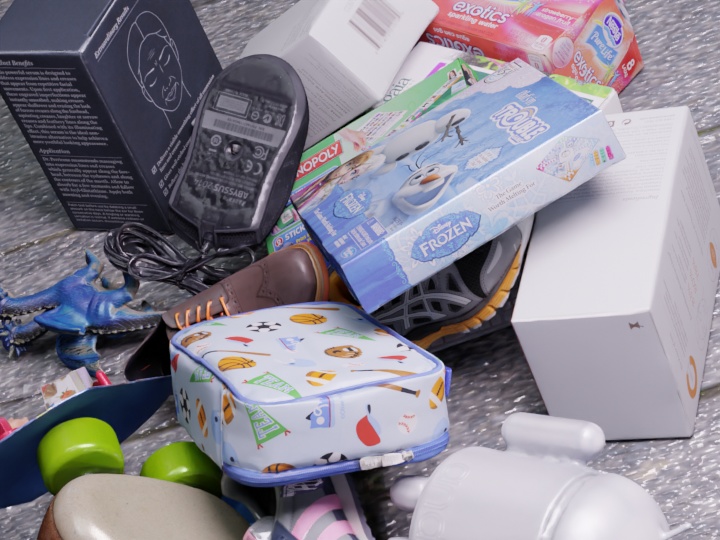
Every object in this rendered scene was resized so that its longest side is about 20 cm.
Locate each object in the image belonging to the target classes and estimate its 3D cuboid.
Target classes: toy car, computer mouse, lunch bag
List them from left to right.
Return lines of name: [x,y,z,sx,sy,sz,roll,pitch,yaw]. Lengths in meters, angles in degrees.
toy car: [-0.170,0.228,1.444,0.200,0.158,0.164,-52,41,25]
computer mouse: [-0.100,-0.069,1.699,0.138,0.053,0.200,21,83,23]
lunch bag: [-0.031,0.079,1.442,0.160,0.076,0.200,-8,18,-20]

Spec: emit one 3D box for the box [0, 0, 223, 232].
box: [-0.201,-0.153,1.823,0.107,0.200,0.149,3,46,29]

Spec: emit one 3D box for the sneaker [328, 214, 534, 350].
sneaker: [0.048,0.002,1.541,0.200,0.077,0.078,-38,26,45]

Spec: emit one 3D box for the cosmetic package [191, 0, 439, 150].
cosmetic package: [-0.040,-0.162,1.776,0.200,0.081,0.113,-30,23,55]

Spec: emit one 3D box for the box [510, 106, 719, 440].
box: [0.181,0.002,1.518,0.097,0.125,0.200,-5,43,23]

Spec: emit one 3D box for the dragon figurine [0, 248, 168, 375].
dragon figurine: [-0.214,0.042,1.725,0.200,0.059,0.099,22,58,42]

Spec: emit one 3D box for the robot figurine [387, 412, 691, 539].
robot figurine: [0.109,0.174,1.370,0.200,0.113,0.170,8,93,36]

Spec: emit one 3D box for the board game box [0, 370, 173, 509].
board game box: [-0.215,0.106,1.494,0.158,0.200,0.039,-40,76,21]

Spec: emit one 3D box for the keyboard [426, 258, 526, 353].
keyboard: [0.043,0.042,1.633,0.199,0.011,0.056,-20,40,6]

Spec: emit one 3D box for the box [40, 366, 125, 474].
box: [-0.194,0.150,1.612,0.039,0.041,0.200,-25,39,0]

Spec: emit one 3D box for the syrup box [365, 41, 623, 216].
syrup box: [0.106,-0.107,1.710,0.200,0.082,0.079,20,57,39]

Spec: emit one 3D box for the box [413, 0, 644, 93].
box: [0.115,-0.191,1.787,0.200,0.095,0.103,21,57,41]

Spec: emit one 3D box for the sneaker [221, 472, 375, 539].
sneaker: [-0.030,0.190,1.399,0.082,0.070,0.200,-3,35,-22]

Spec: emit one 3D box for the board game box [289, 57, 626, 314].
board game box: [0.060,-0.063,1.512,0.199,0.043,0.200,-31,19,-3]

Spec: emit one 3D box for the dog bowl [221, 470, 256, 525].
dog bowl: [-0.041,0.127,1.548,0.111,0.050,0.200,19,57,39]

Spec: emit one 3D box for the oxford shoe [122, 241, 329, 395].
oxford shoe: [-0.096,0.042,1.590,0.200,0.072,0.071,-39,67,41]

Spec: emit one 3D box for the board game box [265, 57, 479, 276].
board game box: [0.015,-0.055,1.666,0.200,0.029,0.135,-30,53,22]
